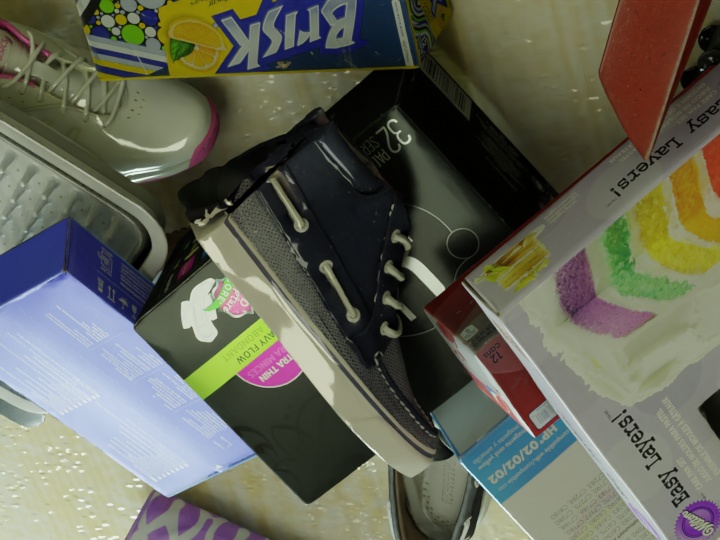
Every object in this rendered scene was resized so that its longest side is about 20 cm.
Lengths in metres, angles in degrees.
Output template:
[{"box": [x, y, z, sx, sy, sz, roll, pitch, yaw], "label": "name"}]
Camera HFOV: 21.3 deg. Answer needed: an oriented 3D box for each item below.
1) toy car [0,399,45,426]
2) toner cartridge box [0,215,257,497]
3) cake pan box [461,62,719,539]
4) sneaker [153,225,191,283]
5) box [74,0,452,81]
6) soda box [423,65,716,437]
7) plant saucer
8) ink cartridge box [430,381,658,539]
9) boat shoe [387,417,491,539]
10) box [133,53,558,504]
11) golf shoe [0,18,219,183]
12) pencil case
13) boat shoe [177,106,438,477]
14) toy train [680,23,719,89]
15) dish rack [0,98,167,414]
[{"box": [-0.319, 0.073, 1.289, 0.164, 0.158, 0.200, -35, 118, 29], "label": "toy car"}, {"box": [-0.139, 0.055, 1.117, 0.095, 0.043, 0.200, -25, 134, 24], "label": "toner cartridge box"}, {"box": [0.173, 0.020, 0.917, 0.184, 0.052, 0.200, -37, 121, 0], "label": "cake pan box"}, {"box": [-0.122, 0.036, 1.217, 0.199, 0.071, 0.113, -13, 115, 27], "label": "sneaker"}, {"box": [-0.055, -0.151, 1.055, 0.199, 0.064, 0.070, 1, 124, 23], "label": "box"}, {"box": [0.133, -0.012, 0.961, 0.200, 0.070, 0.064, -39, 117, -4], "label": "soda box"}, {"box": [0.157, -0.182, 0.852, 0.037, 0.200, 0.201, 19, 130, 8], "label": "plant saucer"}, {"box": [0.125, 0.131, 1.130, 0.068, 0.115, 0.200, -41, 113, 4], "label": "ink cartridge box"}, {"box": [0.049, 0.102, 1.197, 0.074, 0.060, 0.201, 18, 129, 17], "label": "boat shoe"}, {"box": [0.000, 0.000, 1.072, 0.200, 0.124, 0.149, -40, 104, 20], "label": "box"}, {"box": [-0.182, -0.103, 1.121, 0.199, 0.076, 0.092, 11, 163, 14], "label": "golf shoe"}, {"box": [-0.080, 0.228, 1.331, 0.199, 0.086, 0.084, 24, 128, 6], "label": "pencil case"}, {"box": [0.002, 0.011, 0.972, 0.093, 0.075, 0.200, -37, 115, 3], "label": "boat shoe"}, {"box": [0.194, -0.097, 1.011, 0.046, 0.034, 0.201, 16, 129, -2], "label": "toy train"}, {"box": [-0.211, -0.016, 1.135, 0.171, 0.044, 0.200, 33, 132, -7], "label": "dish rack"}]
